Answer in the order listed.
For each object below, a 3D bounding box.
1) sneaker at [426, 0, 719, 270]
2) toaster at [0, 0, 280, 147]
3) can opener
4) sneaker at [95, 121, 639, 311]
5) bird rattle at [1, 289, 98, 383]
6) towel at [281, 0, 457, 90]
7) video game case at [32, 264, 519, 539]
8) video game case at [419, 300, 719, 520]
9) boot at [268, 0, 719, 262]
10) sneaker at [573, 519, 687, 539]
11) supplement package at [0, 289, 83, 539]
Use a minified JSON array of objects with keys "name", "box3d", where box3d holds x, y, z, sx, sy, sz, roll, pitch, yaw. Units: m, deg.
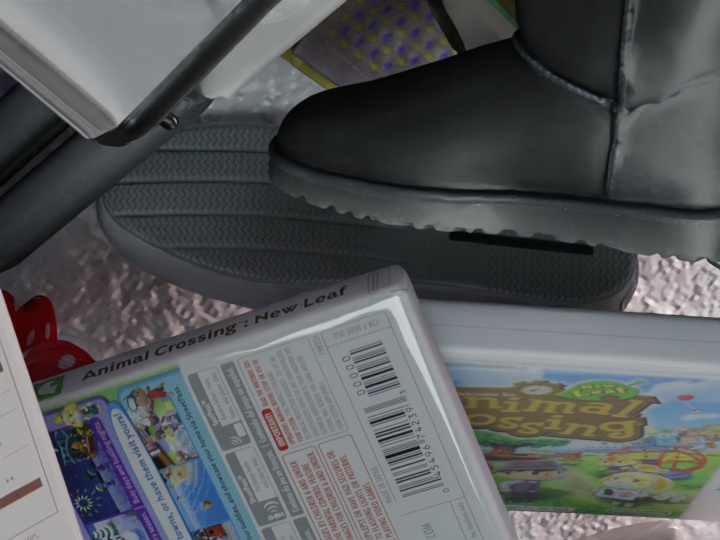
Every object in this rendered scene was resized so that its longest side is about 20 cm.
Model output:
[{"name":"sneaker","box3d":[0.122,-0.060,0.816,0.200,0.077,0.089,36,108,-1]},{"name":"toaster","box3d":[-0.062,-0.149,0.716,0.119,0.181,0.200,38,111,-25]},{"name":"can opener","box3d":[-0.071,-0.069,0.840,0.200,0.066,0.053,-38,85,22]},{"name":"sneaker","box3d":[0.000,0.000,0.891,0.199,0.073,0.071,12,148,0]},{"name":"bird rattle","box3d":[-0.168,0.097,0.873,0.200,0.113,0.163,-44,165,31]},{"name":"towel","box3d":[0.079,-0.111,0.867,0.200,0.023,0.144,-40,122,16]},{"name":"video game case","box3d":[-0.035,0.110,0.829,0.182,0.022,0.200,-18,117,11]},{"name":"video game case","box3d":[0.067,0.056,0.898,0.199,0.022,0.182,4,158,-5]},{"name":"boot","box3d":[0.053,-0.114,0.746,0.164,0.066,0.201,7,111,15]},{"name":"sneaker","box3d":[0.120,0.162,0.951,0.077,0.200,0.082,-14,100,6]},{"name":"supplement package","box3d":[-0.163,0.042,0.684,0.117,0.117,0.200,-28,125,-21]}]
